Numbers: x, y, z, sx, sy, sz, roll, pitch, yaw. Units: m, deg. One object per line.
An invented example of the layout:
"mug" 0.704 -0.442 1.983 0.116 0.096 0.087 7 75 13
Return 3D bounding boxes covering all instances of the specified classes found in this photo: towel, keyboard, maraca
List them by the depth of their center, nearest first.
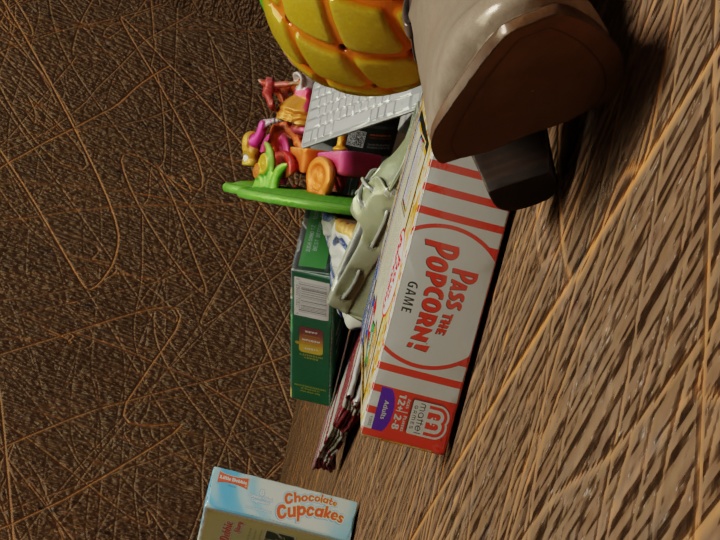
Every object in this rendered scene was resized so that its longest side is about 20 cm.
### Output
"maraca" 0.017 -0.171 0.911 0.200 0.136 0.108 -37 27 51
"keyboard" 0.020 -0.132 1.160 0.199 0.011 0.057 -13 56 52
"towel" -0.004 0.091 1.480 0.200 0.022 0.146 113 172 -64

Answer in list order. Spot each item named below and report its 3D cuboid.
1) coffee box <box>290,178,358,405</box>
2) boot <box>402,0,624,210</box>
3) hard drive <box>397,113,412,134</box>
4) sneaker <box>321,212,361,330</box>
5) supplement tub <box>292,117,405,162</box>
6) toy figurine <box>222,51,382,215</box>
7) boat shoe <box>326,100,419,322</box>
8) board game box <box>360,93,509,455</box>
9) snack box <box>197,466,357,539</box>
"coffee box" -0.034 0.018 1.468 0.201 0.043 0.124 92 -172 -53
"boot" 0.042 -0.113 0.600 0.200 0.069 0.148 83 173 -74
"hard drive" 0.072 -0.220 1.360 0.132 0.026 0.203 155 129 -86
"sneaker" 0.000 0.000 1.299 0.200 0.074 0.089 -63 -21 -83
"supplement tub" 0.009 -0.199 1.535 0.123 0.121 0.202 -82 7 -62
"toy figurine" -0.031 -0.145 1.321 0.199 0.149 0.187 13 96 53
"boat shoe" 0.024 -0.039 1.109 0.072 0.061 0.202 -81 6 -57
"board game box" 0.038 -0.009 0.859 0.200 0.046 0.153 -87 11 -76
"snack box" -0.075 0.224 1.294 0.201 0.115 0.037 109 174 -59
